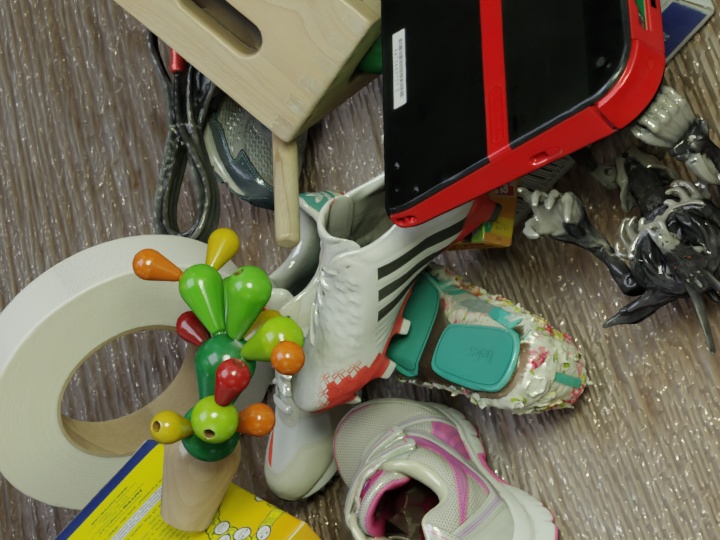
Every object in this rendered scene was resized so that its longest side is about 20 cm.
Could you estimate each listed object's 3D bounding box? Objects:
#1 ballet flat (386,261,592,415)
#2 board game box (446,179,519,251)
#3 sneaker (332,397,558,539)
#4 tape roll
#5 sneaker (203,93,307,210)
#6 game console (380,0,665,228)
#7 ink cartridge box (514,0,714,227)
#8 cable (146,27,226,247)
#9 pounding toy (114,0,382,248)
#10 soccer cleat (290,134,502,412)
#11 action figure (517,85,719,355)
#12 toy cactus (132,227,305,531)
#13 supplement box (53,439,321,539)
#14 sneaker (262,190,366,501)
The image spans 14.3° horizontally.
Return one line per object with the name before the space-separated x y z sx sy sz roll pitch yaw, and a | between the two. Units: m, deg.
ballet flat | 0.065 0.043 1.666 0.200 0.064 0.076 33 103 58
board game box | 0.065 -0.112 1.688 0.095 0.030 0.201 -4 79 57
sneaker | 0.030 0.125 1.661 0.200 0.088 0.082 35 106 56
tape roll | -0.151 0.068 1.851 0.203 0.202 0.037 -59 41 22
sneaker | -0.060 -0.138 1.914 0.086 0.077 0.201 -30 54 43
game console | 0.083 -0.134 1.555 0.177 0.031 0.201 -29 45 33
ink cartridge box | 0.109 -0.162 1.703 0.196 0.043 0.200 -49 42 34
cable | -0.116 -0.112 1.871 0.097 0.050 0.201 6 70 29
pounding toy | -0.048 -0.152 1.766 0.142 0.200 0.184 -53 -6 30
soccer cleat | 0.000 0.000 1.645 0.200 0.085 0.069 -53 36 30
action figure | 0.141 -0.050 1.535 0.119 0.102 0.200 -41 57 18
toy cactus | -0.092 0.074 1.673 0.200 0.102 0.166 -111 34 -64
supplement box | -0.089 0.198 1.757 0.110 0.109 0.200 -47 31 -14
sneaker | -0.039 0.043 1.792 0.070 0.093 0.200 30 102 56
